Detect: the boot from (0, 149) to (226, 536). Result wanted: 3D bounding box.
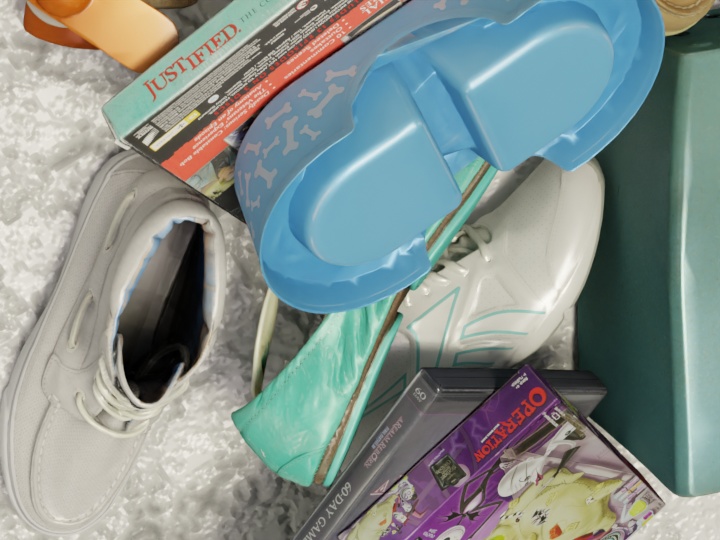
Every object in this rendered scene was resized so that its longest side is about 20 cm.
[{"bbox_3d":[-0.115,0.046,1.007,0.073,0.096,0.201,10,107,-19],"label":"boot"}]

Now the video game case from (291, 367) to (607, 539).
[{"bbox_3d":[0.020,0.125,1.056,0.143,0.019,0.200,4,129,-52],"label":"video game case"}]

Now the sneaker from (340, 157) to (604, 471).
[{"bbox_3d":[0.043,0.019,1.058,0.080,0.070,0.201,33,100,-19],"label":"sneaker"}]

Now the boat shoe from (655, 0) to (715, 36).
[{"bbox_3d":[0.104,-0.181,0.932,0.073,0.063,0.200,-49,120,-20],"label":"boat shoe"}]

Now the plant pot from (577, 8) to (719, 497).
[{"bbox_3d":[0.186,-0.020,1.049,0.141,0.141,0.201,-9,107,-12],"label":"plant pot"}]

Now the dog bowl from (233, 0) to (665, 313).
[{"bbox_3d":[0.033,-0.065,0.928,0.200,0.050,0.112,-34,144,-2],"label":"dog bowl"}]

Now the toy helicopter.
[{"bbox_3d":[-0.156,-0.125,0.892,0.199,0.132,0.079,0,111,-31],"label":"toy helicopter"}]

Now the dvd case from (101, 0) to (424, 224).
[{"bbox_3d":[-0.015,-0.080,0.950,0.146,0.022,0.200,-38,159,7],"label":"dvd case"}]

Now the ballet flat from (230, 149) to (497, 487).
[{"bbox_3d":[0.000,0.000,1.003,0.070,0.067,0.201,28,91,0],"label":"ballet flat"}]

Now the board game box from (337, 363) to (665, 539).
[{"bbox_3d":[0.075,0.122,1.072,0.120,0.032,0.200,-40,151,5],"label":"board game box"}]
